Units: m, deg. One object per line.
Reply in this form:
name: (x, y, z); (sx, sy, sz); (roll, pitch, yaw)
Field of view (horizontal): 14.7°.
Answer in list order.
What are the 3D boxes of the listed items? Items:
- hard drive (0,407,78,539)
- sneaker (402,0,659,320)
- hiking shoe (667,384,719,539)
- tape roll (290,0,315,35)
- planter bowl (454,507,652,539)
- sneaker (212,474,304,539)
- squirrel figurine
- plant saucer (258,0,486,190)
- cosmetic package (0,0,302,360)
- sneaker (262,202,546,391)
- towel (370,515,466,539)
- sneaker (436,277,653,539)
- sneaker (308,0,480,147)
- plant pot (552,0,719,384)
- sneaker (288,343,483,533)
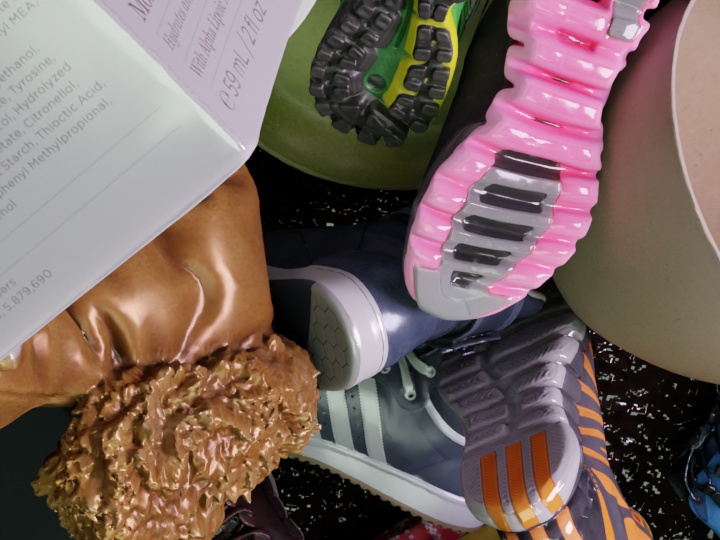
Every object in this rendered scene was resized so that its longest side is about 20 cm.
hard drive: (-0.194, 0.090, 1.405); (0.140, 0.033, 0.200); (55, 135, 2)
sneaker: (0.070, -0.074, 1.265); (0.079, 0.095, 0.200); (22, 95, -21)
hiking shoe: (0.204, 0.098, 1.474); (0.087, 0.074, 0.200); (-11, 127, 6)
tape roll: (-0.098, -0.188, 1.188); (0.202, 0.139, 0.203); (3, 119, 6)
planter bowl: (0.078, 0.209, 1.399); (0.200, 0.200, 0.083); (-27, 112, 18)
sneaker: (-0.078, 0.137, 1.405); (0.076, 0.200, 0.115); (-42, 143, 13)
squirrel figurine: (-0.118, 0.041, 1.229); (0.142, 0.187, 0.200); (-39, 85, 34)
plant saucer: (0.019, -0.128, 1.325); (0.200, 0.031, 0.200); (-1, 127, -1)
cosmetic package: (-0.154, -0.101, 1.070); (0.165, 0.165, 0.200); (-37, 110, 23)
sneaker: (0.001, 0.002, 1.367); (0.146, 0.202, 0.077); (-25, 110, -28)
towel: (0.055, 0.193, 1.488); (0.200, 0.145, 0.022); (-32, 160, 14)
sneaker: (0.093, 0.094, 1.344); (0.078, 0.200, 0.112); (-22, 120, 19)
sneaker: (0.030, -0.153, 1.234); (0.078, 0.085, 0.200); (23, 133, -6)
plant pot: (0.164, -0.029, 1.322); (0.134, 0.200, 0.200); (-22, 128, 42)
sneaker: (-0.001, 0.049, 1.437); (0.200, 0.070, 0.109); (25, 114, -11)
